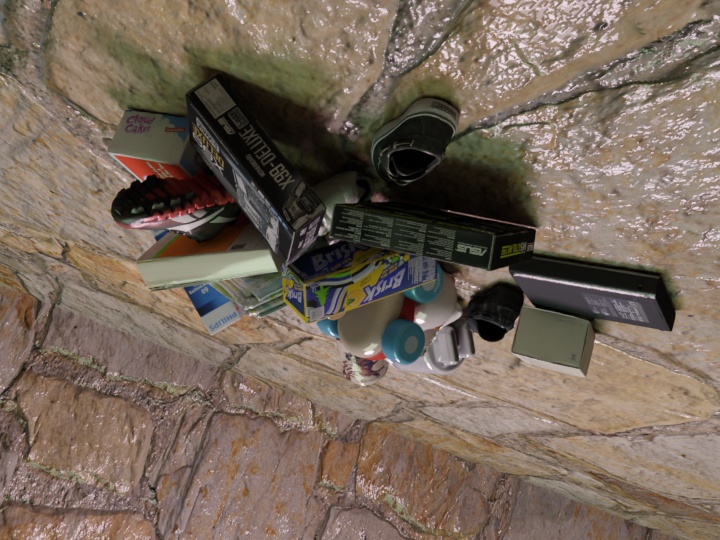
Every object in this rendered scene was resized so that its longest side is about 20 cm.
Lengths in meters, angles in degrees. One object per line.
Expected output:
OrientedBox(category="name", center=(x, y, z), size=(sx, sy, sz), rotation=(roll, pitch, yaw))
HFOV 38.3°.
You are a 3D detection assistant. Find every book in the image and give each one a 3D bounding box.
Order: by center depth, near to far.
OrientedBox(category="book", center=(-0.176, -0.037, 1.363), size=(0.199, 0.134, 0.048), rotation=(-7, 119, 25))

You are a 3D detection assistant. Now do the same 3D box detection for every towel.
OrientedBox(category="towel", center=(-0.112, -0.018, 1.418), size=(0.171, 0.199, 0.048), rotation=(31, 138, 45))

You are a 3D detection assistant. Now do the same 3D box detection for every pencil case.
OrientedBox(category="pencil case", center=(-0.010, 0.081, 1.673), size=(0.077, 0.090, 0.201), rotation=(-10, 114, 10))

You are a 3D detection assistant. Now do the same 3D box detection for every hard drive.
OrientedBox(category="hard drive", center=(0.310, 0.030, 1.388), size=(0.199, 0.033, 0.140), rotation=(10, 163, 29))

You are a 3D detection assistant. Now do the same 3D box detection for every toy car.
OrientedBox(category="toy car", center=(0.074, 0.054, 1.534), size=(0.199, 0.178, 0.184), rotation=(16, -179, -42))

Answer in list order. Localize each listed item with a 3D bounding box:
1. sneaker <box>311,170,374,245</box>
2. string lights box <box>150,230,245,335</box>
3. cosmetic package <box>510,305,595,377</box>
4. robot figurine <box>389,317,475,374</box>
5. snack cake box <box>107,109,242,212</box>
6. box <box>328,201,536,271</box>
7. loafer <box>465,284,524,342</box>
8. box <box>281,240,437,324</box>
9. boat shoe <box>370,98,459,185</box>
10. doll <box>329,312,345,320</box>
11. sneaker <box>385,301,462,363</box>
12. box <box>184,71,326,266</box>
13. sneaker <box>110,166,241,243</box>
OrientedBox(category="sneaker", center=(-0.021, -0.085, 1.322), size=(0.076, 0.092, 0.200), rotation=(62, -176, -1))
OrientedBox(category="string lights box", center=(-0.253, -0.005, 1.631), size=(0.201, 0.059, 0.103), rotation=(60, -175, -5))
OrientedBox(category="cosmetic package", center=(0.290, 0.109, 1.543), size=(0.103, 0.074, 0.200), rotation=(13, 174, 15))
OrientedBox(category="robot figurine", center=(0.106, 0.120, 1.786), size=(0.169, 0.114, 0.199), rotation=(-13, -172, -38))
OrientedBox(category="snack cake box", center=(-0.236, -0.136, 1.406), size=(0.114, 0.068, 0.200), rotation=(13, 164, 24))
OrientedBox(category="box", center=(0.091, -0.045, 1.235), size=(0.199, 0.048, 0.193), rotation=(13, -169, 21))
OrientedBox(category="loafer", center=(0.200, 0.076, 1.608), size=(0.068, 0.071, 0.201), rotation=(20, 165, -3))
OrientedBox(category="box", center=(0.000, 0.000, 1.339), size=(0.199, 0.065, 0.070), rotation=(-18, -145, -26))
OrientedBox(category="boat shoe", center=(0.049, -0.126, 1.119), size=(0.068, 0.057, 0.200), rotation=(21, 164, -8))
OrientedBox(category="doll", center=(-0.061, -0.013, 1.492), size=(0.200, 0.136, 0.049), rotation=(56, 175, 47))
OrientedBox(category="sneaker", center=(0.089, 0.097, 1.640), size=(0.087, 0.199, 0.075), rotation=(49, 140, 28))
OrientedBox(category="box", center=(-0.124, -0.113, 1.205), size=(0.200, 0.050, 0.158), rotation=(52, 165, 5))
OrientedBox(category="sneaker", center=(-0.222, -0.074, 1.296), size=(0.200, 0.098, 0.071), rotation=(-19, -131, -41))
